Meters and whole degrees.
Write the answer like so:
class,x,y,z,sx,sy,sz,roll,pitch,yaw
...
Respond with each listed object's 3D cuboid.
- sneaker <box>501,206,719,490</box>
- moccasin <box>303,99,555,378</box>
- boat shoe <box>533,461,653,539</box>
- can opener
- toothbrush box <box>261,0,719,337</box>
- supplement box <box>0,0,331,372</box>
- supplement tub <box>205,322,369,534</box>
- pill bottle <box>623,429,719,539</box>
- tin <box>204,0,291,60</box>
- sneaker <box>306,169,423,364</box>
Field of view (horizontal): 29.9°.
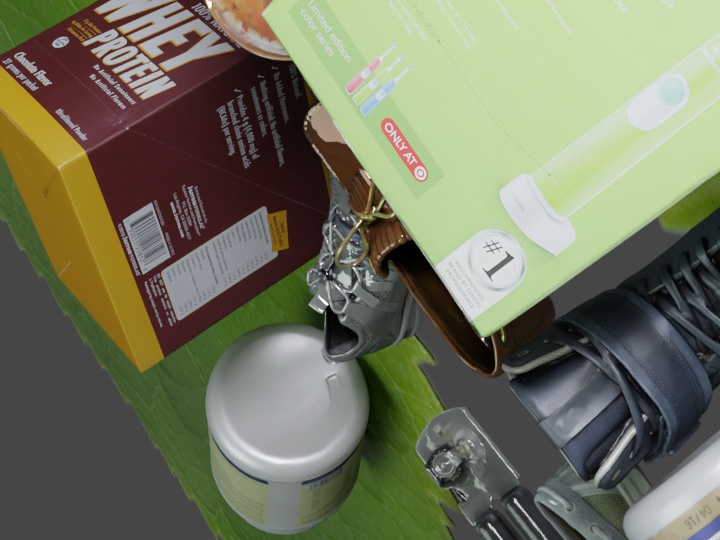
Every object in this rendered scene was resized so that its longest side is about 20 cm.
class,x,y,z,sx,sy,sz,roll,pitch,yaw
sneaker,0.140,0.020,0.553,0.077,0.145,0.203,54,159,11
moccasin,0.031,-0.022,0.817,0.203,0.077,0.074,56,136,3
boat shoe,0.177,0.205,0.857,0.204,0.064,0.074,62,160,-15
can opener,0.118,0.188,1.019,0.201,0.053,0.067,51,-168,15
toothbrush box,0.085,-0.096,0.459,0.200,0.086,0.146,-40,83,37
supplement box,-0.128,-0.081,0.942,0.133,0.199,0.199,40,155,38
supplement tub,-0.068,0.152,1.236,0.145,0.144,0.201,49,159,19
pill bottle,0.222,0.158,0.610,0.201,0.115,0.116,52,160,13
tin,-0.039,-0.204,0.667,0.111,0.042,0.203,-15,89,33
sneaker,0.000,0.000,0.938,0.075,0.082,0.201,42,155,34
